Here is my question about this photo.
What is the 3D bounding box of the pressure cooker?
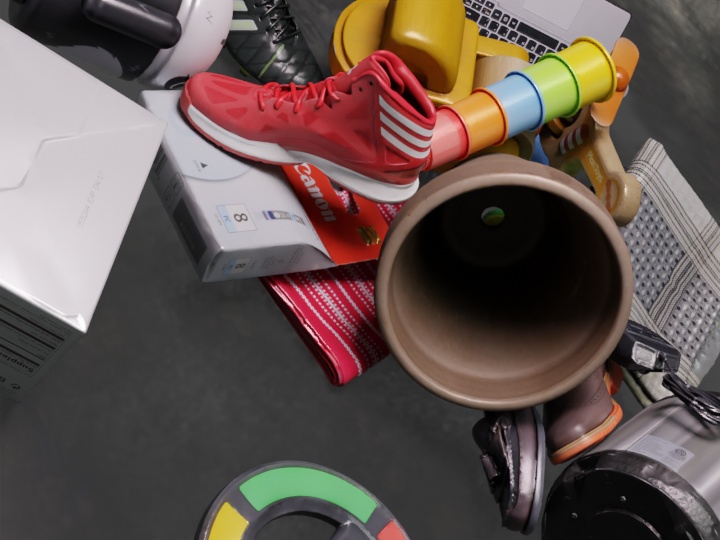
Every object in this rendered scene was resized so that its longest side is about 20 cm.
[{"bbox_3d":[0.265,0.194,1.257,0.199,0.179,0.176,-27,77,-45],"label":"pressure cooker"}]

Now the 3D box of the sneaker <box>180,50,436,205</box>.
[{"bbox_3d":[-0.033,-0.137,1.198,0.199,0.116,0.079,18,40,-6],"label":"sneaker"}]

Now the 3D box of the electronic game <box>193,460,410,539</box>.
[{"bbox_3d":[-0.030,0.228,1.094,0.199,0.042,0.201,21,49,-26],"label":"electronic game"}]

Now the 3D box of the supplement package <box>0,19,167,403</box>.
[{"bbox_3d":[-0.246,-0.045,1.062,0.155,0.111,0.201,31,45,-18],"label":"supplement package"}]

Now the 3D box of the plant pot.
[{"bbox_3d":[0.111,-0.016,1.259,0.200,0.200,0.175,35,22,-13],"label":"plant pot"}]

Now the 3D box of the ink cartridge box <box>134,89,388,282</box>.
[{"bbox_3d":[-0.069,-0.074,1.247,0.199,0.047,0.161,-8,56,-37],"label":"ink cartridge box"}]

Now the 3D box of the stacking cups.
[{"bbox_3d":[0.124,-0.131,1.290,0.199,0.061,0.061,-29,80,-29],"label":"stacking cups"}]

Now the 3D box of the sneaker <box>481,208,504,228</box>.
[{"bbox_3d":[0.174,-0.030,1.428,0.199,0.074,0.084,6,42,-41],"label":"sneaker"}]

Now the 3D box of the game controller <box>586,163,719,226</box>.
[{"bbox_3d":[0.309,-0.041,1.539,0.199,0.042,0.105,27,29,-25],"label":"game controller"}]

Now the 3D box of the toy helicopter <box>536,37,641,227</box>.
[{"bbox_3d":[0.212,-0.121,1.392,0.078,0.133,0.201,14,38,-27],"label":"toy helicopter"}]

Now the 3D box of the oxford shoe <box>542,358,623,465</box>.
[{"bbox_3d":[0.171,0.099,1.296,0.073,0.071,0.200,55,17,-8],"label":"oxford shoe"}]

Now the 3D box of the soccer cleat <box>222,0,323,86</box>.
[{"bbox_3d":[-0.093,-0.233,1.338,0.200,0.081,0.067,52,43,4],"label":"soccer cleat"}]

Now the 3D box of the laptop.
[{"bbox_3d":[0.162,-0.180,1.488,0.186,0.201,0.116,22,15,-26],"label":"laptop"}]

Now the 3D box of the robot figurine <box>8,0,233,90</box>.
[{"bbox_3d":[-0.197,-0.218,1.217,0.199,0.125,0.151,21,52,-26],"label":"robot figurine"}]

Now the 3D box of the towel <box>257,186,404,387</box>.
[{"bbox_3d":[0.000,0.000,1.294,0.200,0.022,0.145,-31,83,-47],"label":"towel"}]

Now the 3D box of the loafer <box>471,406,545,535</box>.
[{"bbox_3d":[0.113,0.126,1.275,0.062,0.072,0.201,9,47,-6],"label":"loafer"}]

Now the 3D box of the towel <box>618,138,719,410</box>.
[{"bbox_3d":[0.277,0.014,1.426,0.200,0.034,0.193,53,54,-24],"label":"towel"}]

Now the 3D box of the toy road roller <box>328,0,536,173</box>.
[{"bbox_3d":[0.070,-0.174,1.349,0.198,0.146,0.124,14,59,-7],"label":"toy road roller"}]

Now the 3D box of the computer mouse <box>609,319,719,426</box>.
[{"bbox_3d":[0.246,0.087,1.276,0.058,0.034,0.200,20,13,-18],"label":"computer mouse"}]
